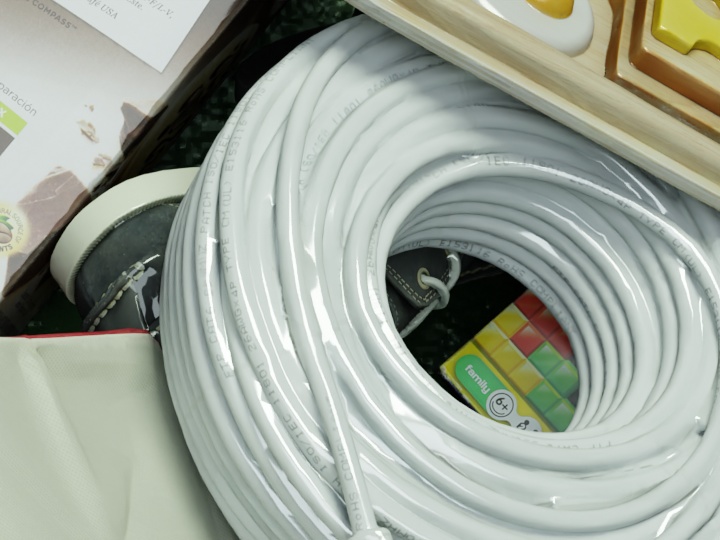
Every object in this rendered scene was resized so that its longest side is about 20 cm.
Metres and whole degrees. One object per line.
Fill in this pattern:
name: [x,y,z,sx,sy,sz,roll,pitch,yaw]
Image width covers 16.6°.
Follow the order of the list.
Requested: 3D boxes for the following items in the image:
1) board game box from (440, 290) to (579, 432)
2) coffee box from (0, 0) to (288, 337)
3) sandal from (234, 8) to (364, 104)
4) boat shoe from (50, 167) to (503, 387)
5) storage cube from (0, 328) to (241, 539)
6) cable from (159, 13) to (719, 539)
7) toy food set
board game box: [0.153,0.054,0.808,0.165,0.057,0.200,-43,78,1]
coffee box: [-0.085,-0.079,0.806,0.080,0.113,0.200,38,83,0]
sandal: [0.049,-0.093,0.836,0.199,0.075,0.045,-16,121,-12]
boat shoe: [0.000,0.000,0.796,0.200,0.072,0.068,-13,53,-35]
storage cube: [-0.130,0.127,0.656,0.179,0.171,0.201,-27,78,18]
cable: [0.041,0.018,0.719,0.200,0.069,0.200,-18,72,-31]
toy food set: [0.082,-0.106,0.737,0.200,0.060,0.144,28,40,-12]
